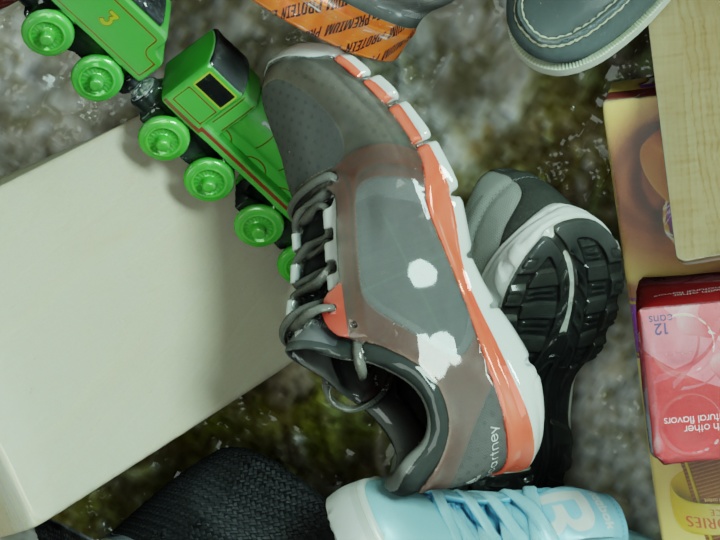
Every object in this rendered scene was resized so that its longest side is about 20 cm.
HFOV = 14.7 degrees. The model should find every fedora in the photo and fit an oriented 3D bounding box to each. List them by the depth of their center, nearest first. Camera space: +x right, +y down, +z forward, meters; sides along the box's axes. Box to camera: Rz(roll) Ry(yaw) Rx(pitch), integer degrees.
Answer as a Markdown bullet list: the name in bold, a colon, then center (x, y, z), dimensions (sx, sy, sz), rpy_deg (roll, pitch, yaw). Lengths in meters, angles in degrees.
- **fedora**: center (-0.048, 0.135, 1.213), dimensions (0.200, 0.201, 0.092), rpy_deg (36, 76, 1)

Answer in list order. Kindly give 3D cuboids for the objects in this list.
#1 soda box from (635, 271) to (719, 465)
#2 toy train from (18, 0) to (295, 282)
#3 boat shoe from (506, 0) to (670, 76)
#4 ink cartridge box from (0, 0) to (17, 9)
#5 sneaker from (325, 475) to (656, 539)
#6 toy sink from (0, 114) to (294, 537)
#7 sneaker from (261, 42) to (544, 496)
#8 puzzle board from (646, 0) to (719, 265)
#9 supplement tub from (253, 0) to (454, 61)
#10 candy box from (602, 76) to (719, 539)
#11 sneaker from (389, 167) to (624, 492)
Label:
- **soda box**: center (0.213, 0.032, 1.134), dimensions (0.198, 0.063, 0.071), rpy_deg (-6, 101, 7)
- **toy train**: center (-0.065, -0.067, 1.190), dimensions (0.056, 0.042, 0.200), rpy_deg (-34, 121, 24)
- **boat shoe**: center (0.119, -0.173, 1.139), dimensions (0.073, 0.062, 0.201), rpy_deg (36, 91, 20)
- **ink cartridge box**: center (-0.236, -0.157, 1.218), dimensions (0.199, 0.083, 0.147), rpy_deg (-25, 97, 13)
- **sneaker**: center (0.066, 0.113, 1.180), dimensions (0.082, 0.200, 0.074), rpy_deg (-42, 55, 19)
- **toy sink**: center (-0.137, 0.023, 1.212), dimensions (0.112, 0.200, 0.131), rpy_deg (-19, 100, 43)
- **sneaker**: center (0.000, 0.000, 1.131), dimensions (0.082, 0.077, 0.201), rpy_deg (-22, 76, -26)
- **puzzle board**: center (0.193, -0.109, 1.145), dimensions (0.150, 0.017, 0.201), rpy_deg (-9, 72, 13)
- **supplement tub**: center (0.022, -0.195, 1.145), dimensions (0.122, 0.123, 0.201), rpy_deg (31, 106, 2)
- **candy box**: center (0.175, 0.014, 1.196), dimensions (0.116, 0.056, 0.201), rpy_deg (-7, 102, 11)
- **sneaker**: center (0.054, 0.047, 1.223), dimensions (0.074, 0.079, 0.201), rpy_deg (2, 122, -31)
